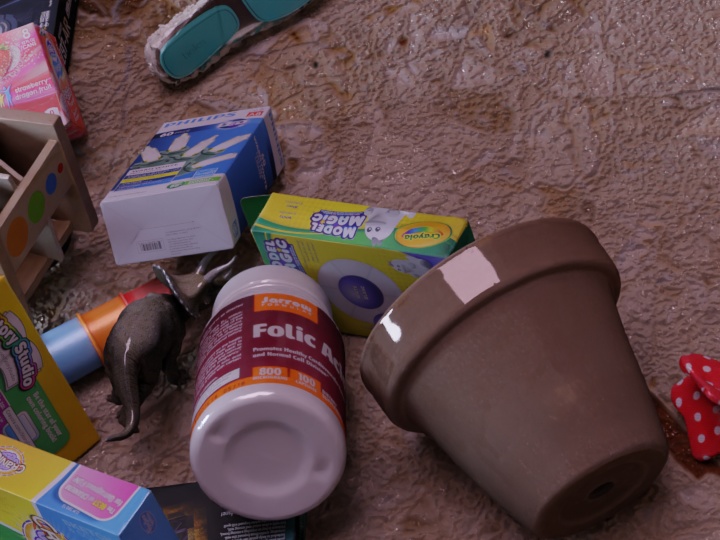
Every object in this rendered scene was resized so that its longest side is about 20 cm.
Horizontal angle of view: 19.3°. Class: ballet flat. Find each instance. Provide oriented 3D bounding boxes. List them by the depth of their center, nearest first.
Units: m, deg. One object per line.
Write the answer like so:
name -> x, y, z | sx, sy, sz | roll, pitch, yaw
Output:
ballet flat -> -0.121, -0.247, 1.978 | 0.200, 0.072, 0.072 | -33, 46, -11

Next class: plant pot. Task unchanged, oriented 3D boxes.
plant pot -> 0.125, 0.090, 1.501 | 0.200, 0.200, 0.175 | -28, 62, -6

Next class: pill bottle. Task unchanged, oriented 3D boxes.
pill bottle -> -0.067, 0.085, 1.587 | 0.114, 0.114, 0.200 | -15, 29, 7

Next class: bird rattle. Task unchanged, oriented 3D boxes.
bird rattle -> 0.322, 0.059, 1.529 | 0.200, 0.113, 0.163 | -19, 32, 21

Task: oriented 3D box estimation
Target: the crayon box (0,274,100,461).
crayon box -> -0.312, 0.110, 1.618 | 0.173, 0.200, 0.058 | -41, 48, -19

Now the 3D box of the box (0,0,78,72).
box -> -0.361, -0.224, 2.059 | 0.160, 0.044, 0.200 | -9, 46, 12

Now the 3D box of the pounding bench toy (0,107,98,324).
pounding bench toy -> -0.352, -0.043, 1.765 | 0.200, 0.124, 0.156 | 8, 48, 22

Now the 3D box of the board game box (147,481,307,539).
board game box -> -0.140, 0.219, 1.573 | 0.200, 0.028, 0.135 | -8, 47, 13

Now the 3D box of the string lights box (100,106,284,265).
string lights box -> -0.137, -0.073, 1.769 | 0.103, 0.059, 0.200 | -8, 21, 13

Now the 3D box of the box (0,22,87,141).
box -> -0.363, -0.141, 1.918 | 0.200, 0.095, 0.103 | -20, 87, 3

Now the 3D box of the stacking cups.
stacking cups -> -0.241, 0.063, 1.734 | 0.200, 0.061, 0.061 | -31, 46, -10

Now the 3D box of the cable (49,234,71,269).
cable -> -0.356, -0.032, 1.873 | 0.200, 0.051, 0.163 | 11, 53, 29

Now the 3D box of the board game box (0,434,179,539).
board game box -> -0.210, 0.185, 1.502 | 0.200, 0.153, 0.040 | 16, 56, 32

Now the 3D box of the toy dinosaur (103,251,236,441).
toy dinosaur -> -0.173, 0.060, 1.662 | 0.077, 0.102, 0.200 | 17, 34, 19

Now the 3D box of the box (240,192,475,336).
box -> 0.000, 0.000, 1.663 | 0.200, 0.117, 0.048 | 10, 52, 29
